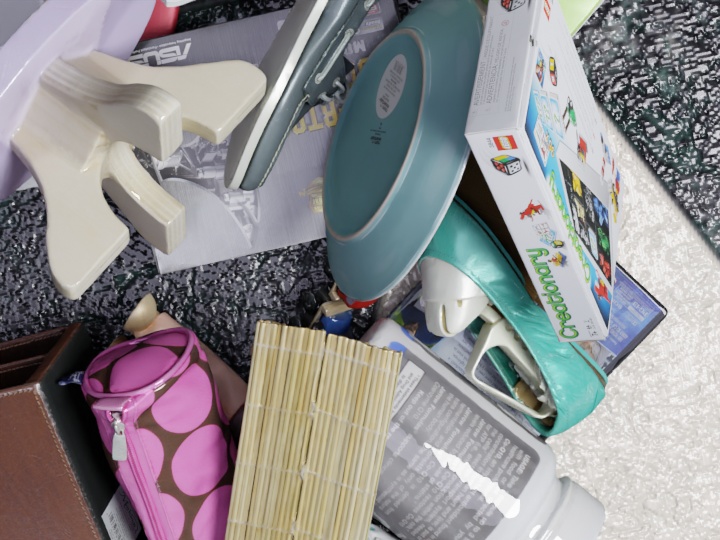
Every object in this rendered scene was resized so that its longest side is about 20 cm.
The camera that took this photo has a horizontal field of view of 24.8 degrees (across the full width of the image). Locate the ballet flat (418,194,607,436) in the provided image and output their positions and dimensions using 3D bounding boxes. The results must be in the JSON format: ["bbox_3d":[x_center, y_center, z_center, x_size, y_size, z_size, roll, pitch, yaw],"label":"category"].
[{"bbox_3d":[0.086,0.034,1.078,0.200,0.067,0.070,49,65,-15],"label":"ballet flat"}]

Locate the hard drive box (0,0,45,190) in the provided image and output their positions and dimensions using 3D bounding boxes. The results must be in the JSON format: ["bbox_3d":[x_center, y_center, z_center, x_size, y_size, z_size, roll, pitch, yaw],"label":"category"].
[{"bbox_3d":[-0.268,-0.153,1.109,0.156,0.077,0.200,-5,97,13],"label":"hard drive box"}]

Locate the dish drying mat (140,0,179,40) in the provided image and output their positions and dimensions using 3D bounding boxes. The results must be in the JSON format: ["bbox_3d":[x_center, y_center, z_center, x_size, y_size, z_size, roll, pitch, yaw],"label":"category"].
[{"bbox_3d":[-0.160,-0.206,1.133,0.077,0.018,0.200,11,98,3],"label":"dish drying mat"}]

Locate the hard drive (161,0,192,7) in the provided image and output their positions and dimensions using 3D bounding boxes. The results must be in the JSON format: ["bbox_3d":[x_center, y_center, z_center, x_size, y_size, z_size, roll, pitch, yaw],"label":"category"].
[{"bbox_3d":[-0.118,-0.250,1.036,0.132,0.027,0.200,-27,55,-24],"label":"hard drive"}]

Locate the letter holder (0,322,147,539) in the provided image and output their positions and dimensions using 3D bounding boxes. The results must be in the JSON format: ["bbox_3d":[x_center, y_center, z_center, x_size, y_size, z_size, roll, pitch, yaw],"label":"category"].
[{"bbox_3d":[-0.233,0.158,1.126,0.142,0.101,0.200,-14,109,14],"label":"letter holder"}]

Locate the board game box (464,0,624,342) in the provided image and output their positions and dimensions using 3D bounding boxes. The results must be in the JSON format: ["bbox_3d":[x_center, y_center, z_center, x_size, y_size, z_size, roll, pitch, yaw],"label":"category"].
[{"bbox_3d":[0.114,-0.065,0.972,0.035,0.126,0.200,-4,141,22],"label":"board game box"}]

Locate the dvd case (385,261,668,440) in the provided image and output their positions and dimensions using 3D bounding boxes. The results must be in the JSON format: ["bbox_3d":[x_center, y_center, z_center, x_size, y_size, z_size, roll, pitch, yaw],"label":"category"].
[{"bbox_3d":[0.097,0.052,1.153,0.143,0.018,0.200,43,98,-3],"label":"dvd case"}]

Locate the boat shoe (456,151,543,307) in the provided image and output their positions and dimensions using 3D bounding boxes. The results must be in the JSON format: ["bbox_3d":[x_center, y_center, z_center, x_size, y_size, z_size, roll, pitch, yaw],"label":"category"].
[{"bbox_3d":[0.097,-0.059,1.096,0.074,0.069,0.200,-31,104,41],"label":"boat shoe"}]

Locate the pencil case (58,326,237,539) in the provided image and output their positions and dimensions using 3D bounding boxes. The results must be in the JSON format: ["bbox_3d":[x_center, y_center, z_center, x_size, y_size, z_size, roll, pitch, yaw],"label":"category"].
[{"bbox_3d":[-0.124,0.141,1.095,0.091,0.094,0.200,-12,117,13],"label":"pencil case"}]

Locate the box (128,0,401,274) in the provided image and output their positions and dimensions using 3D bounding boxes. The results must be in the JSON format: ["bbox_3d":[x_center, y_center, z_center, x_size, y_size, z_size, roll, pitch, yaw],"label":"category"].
[{"bbox_3d":[-0.059,-0.096,1.118,0.200,0.048,0.159,-12,97,0],"label":"box"}]

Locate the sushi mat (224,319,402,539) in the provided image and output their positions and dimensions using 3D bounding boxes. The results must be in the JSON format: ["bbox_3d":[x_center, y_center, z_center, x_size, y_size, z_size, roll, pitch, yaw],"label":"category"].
[{"bbox_3d":[-0.035,0.132,1.050,0.096,0.012,0.200,14,107,14],"label":"sushi mat"}]

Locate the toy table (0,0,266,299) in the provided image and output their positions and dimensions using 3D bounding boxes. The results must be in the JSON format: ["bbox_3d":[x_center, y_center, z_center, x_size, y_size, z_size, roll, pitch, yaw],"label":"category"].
[{"bbox_3d":[-0.155,-0.086,0.988,0.117,0.184,0.200,35,79,10],"label":"toy table"}]

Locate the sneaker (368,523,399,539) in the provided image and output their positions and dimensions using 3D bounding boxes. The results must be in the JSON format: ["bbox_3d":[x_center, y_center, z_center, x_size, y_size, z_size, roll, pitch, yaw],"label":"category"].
[{"bbox_3d":[0.017,0.210,1.087,0.075,0.200,0.089,-37,101,-9],"label":"sneaker"}]

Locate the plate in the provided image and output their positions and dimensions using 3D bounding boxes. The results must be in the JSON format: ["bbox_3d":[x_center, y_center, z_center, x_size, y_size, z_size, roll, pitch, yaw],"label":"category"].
[{"bbox_3d":[0.016,-0.080,0.999,0.026,0.200,0.200,17,100,-21],"label":"plate"}]

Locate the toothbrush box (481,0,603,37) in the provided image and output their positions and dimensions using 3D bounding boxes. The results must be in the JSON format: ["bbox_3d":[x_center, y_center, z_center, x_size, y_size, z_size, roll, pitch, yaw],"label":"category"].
[{"bbox_3d":[0.074,-0.233,1.049,0.200,0.146,0.086,41,99,-3],"label":"toothbrush box"}]

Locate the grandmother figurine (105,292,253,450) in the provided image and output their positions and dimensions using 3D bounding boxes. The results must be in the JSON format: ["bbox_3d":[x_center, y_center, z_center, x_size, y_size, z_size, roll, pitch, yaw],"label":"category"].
[{"bbox_3d":[-0.092,0.108,1.155,0.200,0.061,0.121,36,111,1],"label":"grandmother figurine"}]

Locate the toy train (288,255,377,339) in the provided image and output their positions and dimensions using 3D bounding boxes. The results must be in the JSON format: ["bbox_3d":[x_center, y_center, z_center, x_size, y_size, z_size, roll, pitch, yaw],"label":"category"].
[{"bbox_3d":[0.000,0.000,1.097,0.046,0.034,0.200,53,138,22],"label":"toy train"}]

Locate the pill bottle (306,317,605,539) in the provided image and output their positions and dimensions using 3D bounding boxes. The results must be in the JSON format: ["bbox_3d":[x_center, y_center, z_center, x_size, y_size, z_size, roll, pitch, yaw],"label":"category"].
[{"bbox_3d":[0.059,0.135,1.100,0.200,0.114,0.114,39,99,-2],"label":"pill bottle"}]

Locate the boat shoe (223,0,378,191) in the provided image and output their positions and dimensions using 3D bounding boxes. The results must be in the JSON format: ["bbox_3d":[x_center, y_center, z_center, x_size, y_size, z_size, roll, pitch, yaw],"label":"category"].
[{"bbox_3d":[-0.025,-0.134,1.054,0.062,0.073,0.200,25,92,-19],"label":"boat shoe"}]
